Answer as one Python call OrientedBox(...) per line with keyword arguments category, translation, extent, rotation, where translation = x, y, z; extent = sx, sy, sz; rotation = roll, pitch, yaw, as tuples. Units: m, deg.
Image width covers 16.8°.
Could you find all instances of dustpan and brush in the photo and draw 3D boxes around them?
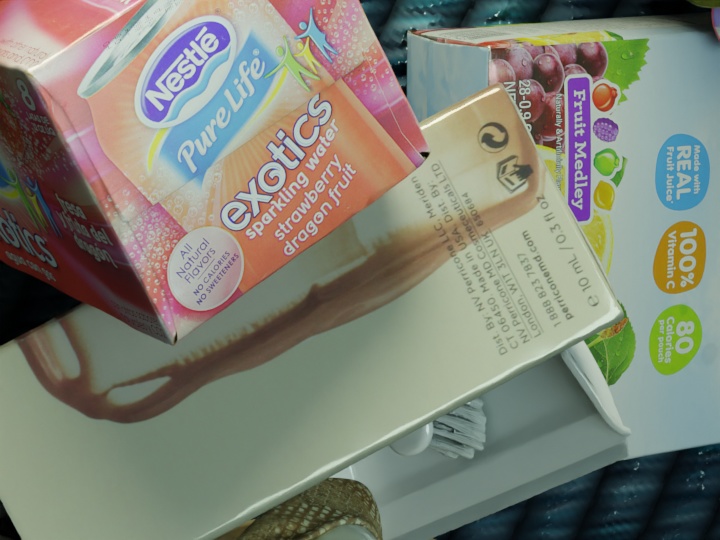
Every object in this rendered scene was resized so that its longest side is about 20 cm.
OrientedBox(category="dustpan and brush", translation=(0.000, 0.000, 0.894), extent=(0.057, 0.139, 0.201), rotation=(-14, 79, -49))

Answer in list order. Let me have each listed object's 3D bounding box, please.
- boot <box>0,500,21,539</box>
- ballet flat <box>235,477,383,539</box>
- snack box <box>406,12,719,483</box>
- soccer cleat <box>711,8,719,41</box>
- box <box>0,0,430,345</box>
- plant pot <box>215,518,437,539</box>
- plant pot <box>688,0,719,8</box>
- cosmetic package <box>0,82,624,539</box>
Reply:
OrientedBox(category="boot", translation=(-0.149, 0.123, 0.800), extent=(0.174, 0.069, 0.201), rotation=(27, 46, -29))
OrientedBox(category="ballet flat", translation=(-0.029, 0.123, 0.810), extent=(0.200, 0.065, 0.071), rotation=(-28, 120, -55))
OrientedBox(category="snack box", translation=(0.117, -0.016, 0.968), extent=(0.199, 0.068, 0.170), rotation=(-8, 104, -30))
OrientedBox(category="soccer cleat", translation=(0.193, -0.151, 0.962), extent=(0.068, 0.073, 0.200), rotation=(61, 36, -28))
OrientedBox(category="box", translation=(-0.081, -0.061, 0.763), extent=(0.102, 0.200, 0.095), rotation=(-35, 116, -18))
OrientedBox(category="plant pot", translation=(0.016, 0.163, 0.888), extent=(0.199, 0.200, 0.028), rotation=(5, 124, -31))
OrientedBox(category="plant pot", translation=(0.135, -0.234, 0.871), extent=(0.200, 0.200, 0.193), rotation=(-47, 108, -13))
OrientedBox(category="cosmetic package", translation=(-0.025, 0.026, 0.793), extent=(0.199, 0.103, 0.088), rotation=(-28, 89, -4))
